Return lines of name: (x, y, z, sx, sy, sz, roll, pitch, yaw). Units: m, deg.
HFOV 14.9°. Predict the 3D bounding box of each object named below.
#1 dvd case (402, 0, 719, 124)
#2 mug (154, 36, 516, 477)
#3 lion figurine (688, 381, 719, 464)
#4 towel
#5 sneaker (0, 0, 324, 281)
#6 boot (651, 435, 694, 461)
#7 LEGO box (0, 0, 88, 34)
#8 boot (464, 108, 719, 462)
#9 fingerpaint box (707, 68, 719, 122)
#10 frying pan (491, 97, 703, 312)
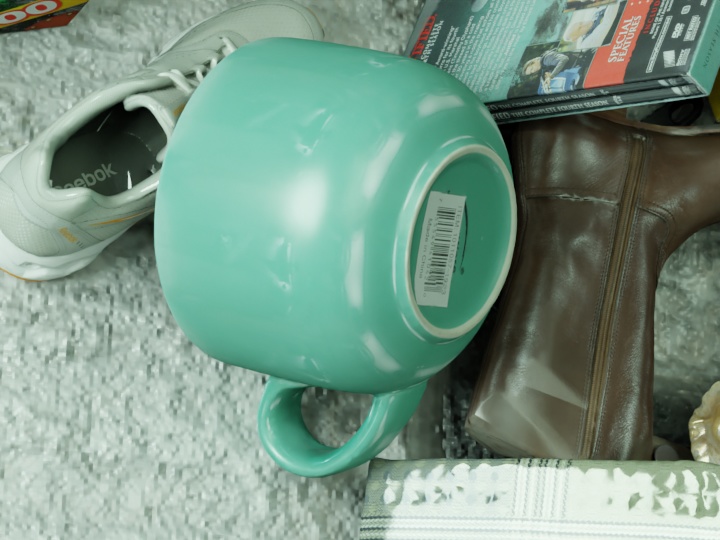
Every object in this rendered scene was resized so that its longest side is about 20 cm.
dvd case: (0.105, -0.136, 1.301, 0.022, 0.200, 0.146, 39, 61, -35)
mug: (0.004, -0.011, 1.236, 0.152, 0.114, 0.185, -53, 138, -32)
lion figurine: (0.238, 0.029, 1.330, 0.200, 0.122, 0.072, -62, 141, -42)
towel: (0.089, 0.179, 1.221, 0.035, 0.200, 0.193, 27, 66, -65)
sneaker: (-0.082, -0.067, 1.254, 0.200, 0.092, 0.076, -39, 93, -29)
boot: (0.137, 0.174, 1.298, 0.146, 0.070, 0.200, -1, 76, -27)
LEGO box: (-0.205, -0.152, 1.191, 0.200, 0.149, 0.077, -11, 80, -26)
boot: (0.142, 0.021, 1.313, 0.186, 0.064, 0.200, 15, 62, -17)
fingerpaint box: (0.246, -0.177, 1.372, 0.200, 0.073, 0.167, -14, 79, -26)
frying pan: (0.094, -0.050, 1.361, 0.115, 0.031, 0.190, 40, 52, -16)
